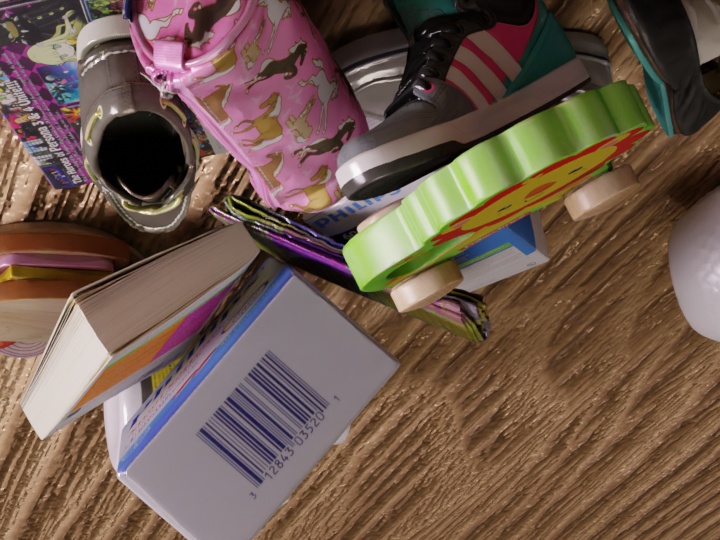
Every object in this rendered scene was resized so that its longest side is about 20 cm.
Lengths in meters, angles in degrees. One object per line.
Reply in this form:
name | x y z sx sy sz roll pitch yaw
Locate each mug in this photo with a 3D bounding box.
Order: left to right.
mug | 0.344 -0.019 1.226 0.174 0.149 0.200 -15 -174 29

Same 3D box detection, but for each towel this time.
towel | 0.000 0.000 1.097 0.198 0.023 0.144 23 175 12

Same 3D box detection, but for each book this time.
book | -0.154 0.045 1.090 0.133 0.048 0.200 -30 171 -31

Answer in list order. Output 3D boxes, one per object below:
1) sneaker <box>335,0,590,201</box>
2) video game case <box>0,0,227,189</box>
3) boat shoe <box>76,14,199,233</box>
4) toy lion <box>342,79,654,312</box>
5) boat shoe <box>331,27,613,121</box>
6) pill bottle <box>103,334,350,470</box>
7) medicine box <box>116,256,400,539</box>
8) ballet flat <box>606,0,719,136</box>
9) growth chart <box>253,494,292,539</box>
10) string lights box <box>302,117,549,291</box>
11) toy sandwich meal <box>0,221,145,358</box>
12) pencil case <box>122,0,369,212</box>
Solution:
sneaker | 0.040 -0.125 0.888 0.199 0.122 0.083 -30 -179 -42
video game case | -0.129 -0.125 0.927 0.179 0.036 0.200 -14 154 4
boat shoe | -0.131 -0.069 0.927 0.071 0.061 0.202 -8 154 -5
toy lion | 0.075 -0.044 0.896 0.199 0.069 0.191 -29 173 15
boat shoe | 0.071 -0.108 0.999 0.197 0.071 0.071 -1 153 -19
pill bottle | -0.112 0.110 1.327 0.197 0.114 0.113 -1 153 -18
medicine box | -0.079 0.094 1.129 0.183 0.103 0.200 -49 -172 -3
ballet flat | 0.203 -0.144 0.992 0.068 0.069 0.200 -27 162 11
growth chart | -0.066 0.157 1.196 0.018 0.201 0.145 40 159 -9
string lights box | 0.048 -0.044 1.133 0.102 0.060 0.200 -22 152 23
toy sandwich meal | -0.238 0.030 1.163 0.202 0.071 0.206 -8 154 -4
pencil case | -0.056 -0.103 0.867 0.086 0.084 0.200 -24 154 10
